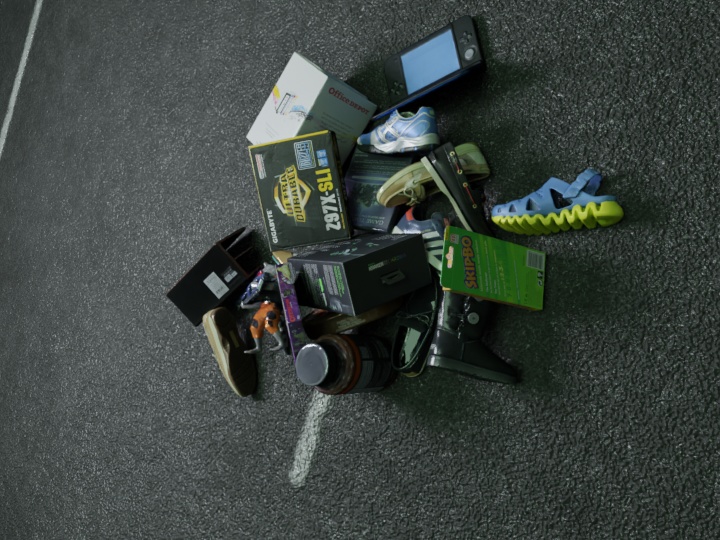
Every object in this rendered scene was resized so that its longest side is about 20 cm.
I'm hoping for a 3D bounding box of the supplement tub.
[{"bbox_3d":[-0.025,0.164,1.074,0.107,0.200,0.107,-6,80,35],"label":"supplement tub"}]

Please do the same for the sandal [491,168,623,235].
[{"bbox_3d":[0.307,-0.107,0.964,0.199,0.079,0.087,-6,76,26],"label":"sandal"}]

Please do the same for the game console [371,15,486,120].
[{"bbox_3d":[0.112,-0.370,1.108,0.199,0.118,0.171,-19,73,31],"label":"game console"}]

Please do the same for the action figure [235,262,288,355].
[{"bbox_3d":[-0.202,0.081,1.301,0.200,0.104,0.194,-23,61,62],"label":"action figure"}]

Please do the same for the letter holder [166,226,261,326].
[{"bbox_3d":[-0.314,0.010,1.374,0.200,0.142,0.101,-40,95,28],"label":"letter holder"}]

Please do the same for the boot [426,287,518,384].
[{"bbox_3d":[0.199,0.072,0.982,0.066,0.164,0.201,-17,58,65],"label":"boot"}]

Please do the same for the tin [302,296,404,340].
[{"bbox_3d":[-0.014,0.074,1.119,0.199,0.112,0.042,-21,98,13],"label":"tin"}]

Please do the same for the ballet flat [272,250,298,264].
[{"bbox_3d":[-0.099,0.010,1.240,0.200,0.069,0.063,44,100,22],"label":"ballet flat"}]

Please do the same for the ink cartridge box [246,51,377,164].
[{"bbox_3d":[-0.098,-0.298,1.221,0.200,0.147,0.145,-56,49,15],"label":"ink cartridge box"}]

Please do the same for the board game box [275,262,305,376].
[{"bbox_3d":[-0.119,0.091,1.079,0.032,0.200,0.120,-15,56,-11],"label":"board game box"}]

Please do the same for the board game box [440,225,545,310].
[{"bbox_3d":[0.204,-0.002,0.941,0.030,0.199,0.096,-13,67,59],"label":"board game box"}]

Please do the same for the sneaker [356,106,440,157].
[{"bbox_3d":[0.069,-0.245,1.095,0.200,0.076,0.077,7,98,48],"label":"sneaker"}]

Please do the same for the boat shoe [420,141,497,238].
[{"bbox_3d":[0.180,-0.118,1.014,0.063,0.074,0.202,-32,101,11],"label":"boat shoe"}]

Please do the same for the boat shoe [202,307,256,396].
[{"bbox_3d":[-0.289,0.180,1.327,0.076,0.072,0.201,-19,89,40],"label":"boat shoe"}]

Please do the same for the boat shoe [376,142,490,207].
[{"bbox_3d":[0.126,-0.155,1.070,0.200,0.073,0.063,-23,70,2],"label":"boat shoe"}]

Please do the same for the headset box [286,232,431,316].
[{"bbox_3d":[0.000,0.000,1.056,0.200,0.174,0.093,4,110,54],"label":"headset box"}]

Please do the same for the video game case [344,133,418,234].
[{"bbox_3d":[0.028,-0.171,1.170,0.142,0.019,0.201,11,75,36],"label":"video game case"}]

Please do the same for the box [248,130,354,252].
[{"bbox_3d":[-0.108,-0.145,1.128,0.159,0.049,0.201,-8,100,11],"label":"box"}]

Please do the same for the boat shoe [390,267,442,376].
[{"bbox_3d":[0.102,0.092,1.082,0.074,0.062,0.201,18,92,37],"label":"boat shoe"}]

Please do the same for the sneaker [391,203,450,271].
[{"bbox_3d":[0.145,-0.050,1.066,0.200,0.075,0.085,37,101,30],"label":"sneaker"}]
